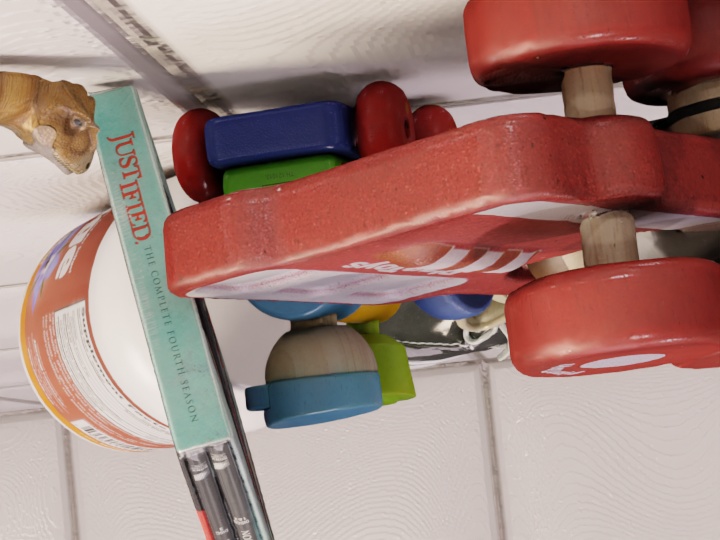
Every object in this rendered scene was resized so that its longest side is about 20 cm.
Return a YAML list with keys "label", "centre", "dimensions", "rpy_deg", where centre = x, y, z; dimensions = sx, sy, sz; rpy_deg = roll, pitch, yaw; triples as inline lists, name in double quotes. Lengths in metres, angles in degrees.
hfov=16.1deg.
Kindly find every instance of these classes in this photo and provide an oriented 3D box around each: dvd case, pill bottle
- label: "dvd case"
  centre: [-0.053, 0.051, 0.880]
  dimensions: [0.022, 0.146, 0.200]
  rpy_deg: [-16, 145, -4]
- label: "pill bottle"
  centre: [-0.072, 0.017, 1.097]
  dimensions: [0.112, 0.113, 0.200]
  rpy_deg: [-4, 174, -22]

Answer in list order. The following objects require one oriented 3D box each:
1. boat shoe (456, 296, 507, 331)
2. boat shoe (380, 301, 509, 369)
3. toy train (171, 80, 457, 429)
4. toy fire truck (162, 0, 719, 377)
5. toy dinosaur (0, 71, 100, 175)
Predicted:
- label: "boat shoe"
  centre: [0.079, -0.012, 1.235]
  dimensions: [0.071, 0.063, 0.200]
  rpy_deg: [-3, 173, -14]
- label: "boat shoe"
  centre: [0.080, 0.014, 1.445]
  dimensions: [0.198, 0.074, 0.068]
  rpy_deg: [-6, 179, -6]
- label: "toy train"
  centre: [0.000, 0.000, 0.960]
  dimensions: [0.084, 0.116, 0.200]
  rpy_deg: [-7, 175, 15]
- label: "toy fire truck"
  centre: [0.057, -0.019, 0.802]
  dimensions: [0.167, 0.113, 0.200]
  rpy_deg: [-13, 171, 38]
- label: "toy dinosaur"
  centre: [-0.160, -0.043, 0.736]
  dimensions: [0.106, 0.061, 0.200]
  rpy_deg: [-38, 164, 29]
